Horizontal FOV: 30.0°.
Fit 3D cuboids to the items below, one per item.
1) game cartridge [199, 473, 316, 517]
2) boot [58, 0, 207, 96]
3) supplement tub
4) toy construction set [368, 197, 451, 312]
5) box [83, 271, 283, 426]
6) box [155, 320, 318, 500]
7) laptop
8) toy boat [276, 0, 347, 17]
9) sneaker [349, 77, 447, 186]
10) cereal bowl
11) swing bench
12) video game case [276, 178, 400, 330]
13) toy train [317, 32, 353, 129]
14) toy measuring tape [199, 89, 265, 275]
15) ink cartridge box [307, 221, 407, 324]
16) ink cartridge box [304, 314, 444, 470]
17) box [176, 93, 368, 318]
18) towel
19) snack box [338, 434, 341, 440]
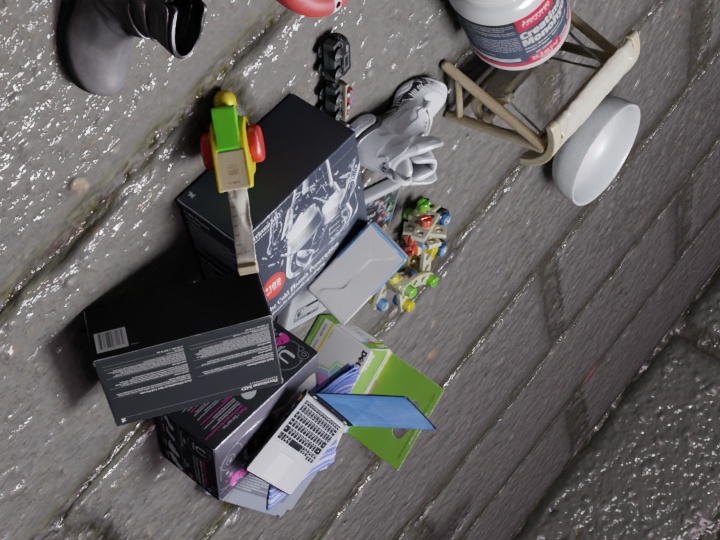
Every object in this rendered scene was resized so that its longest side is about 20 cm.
[{"bbox_3d":[-0.139,0.291,1.996,0.133,0.040,0.200,-52,144,4],"label":"game cartridge"},{"bbox_3d":[-0.199,-0.216,1.187,0.070,0.132,0.200,-37,150,-36],"label":"boot"},{"bbox_3d":[0.185,-0.355,1.710,0.140,0.140,0.200,-54,156,-4],"label":"supplement tub"},{"bbox_3d":[0.078,-0.031,1.989,0.131,0.092,0.200,-37,160,-35],"label":"toy construction set"},{"bbox_3d":[-0.197,0.087,1.521,0.200,0.079,0.141,-14,142,-8],"label":"box"},{"bbox_3d":[-0.158,0.178,1.770,0.200,0.115,0.132,-41,151,-29],"label":"box"},{"bbox_3d":[-0.023,0.232,1.764,0.200,0.116,0.187,-51,156,-6],"label":"laptop"},{"bbox_3d":[-0.024,-0.343,1.351,0.130,0.131,0.200,-36,149,-36],"label":"toy boat"},{"bbox_3d":[0.074,-0.176,1.756,0.200,0.115,0.075,-37,150,-36],"label":"sneaker"},{"bbox_3d":[0.396,-0.218,2.335,0.200,0.083,0.200,-43,153,-28],"label":"cereal bowl"},{"bbox_3d":[0.250,-0.266,1.867,0.199,0.200,0.130,-47,154,-19],"label":"swing bench"},{"bbox_3d":[-0.030,-0.023,1.868,0.200,0.023,0.182,-28,144,-45],"label":"video game case"},{"bbox_3d":[-0.029,-0.207,1.634,0.046,0.034,0.200,-54,158,-35],"label":"toy train"},{"bbox_3d":[-0.132,-0.096,1.463,0.074,0.073,0.201,-11,92,-57],"label":"toy measuring tape"},{"bbox_3d":[0.000,0.000,1.738,0.115,0.068,0.200,-45,180,4],"label":"ink cartridge box"},{"bbox_3d":[-0.002,0.177,1.949,0.148,0.200,0.076,-61,155,10],"label":"ink cartridge box"},{"bbox_3d":[-0.098,-0.068,1.589,0.200,0.104,0.182,-46,153,-22],"label":"box"},{"bbox_3d":[-0.066,0.229,1.844,0.145,0.024,0.200,-33,148,-43],"label":"towel"},{"bbox_3d":[-0.062,0.235,2.108,0.116,0.037,0.200,-10,129,-56],"label":"snack box"}]
